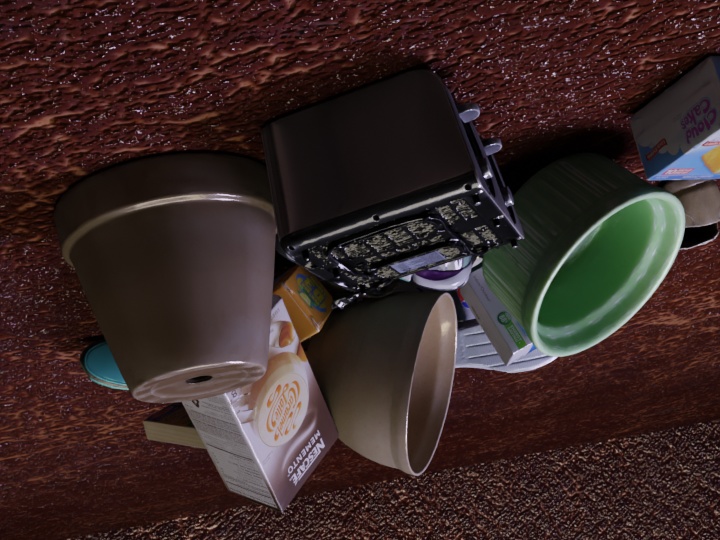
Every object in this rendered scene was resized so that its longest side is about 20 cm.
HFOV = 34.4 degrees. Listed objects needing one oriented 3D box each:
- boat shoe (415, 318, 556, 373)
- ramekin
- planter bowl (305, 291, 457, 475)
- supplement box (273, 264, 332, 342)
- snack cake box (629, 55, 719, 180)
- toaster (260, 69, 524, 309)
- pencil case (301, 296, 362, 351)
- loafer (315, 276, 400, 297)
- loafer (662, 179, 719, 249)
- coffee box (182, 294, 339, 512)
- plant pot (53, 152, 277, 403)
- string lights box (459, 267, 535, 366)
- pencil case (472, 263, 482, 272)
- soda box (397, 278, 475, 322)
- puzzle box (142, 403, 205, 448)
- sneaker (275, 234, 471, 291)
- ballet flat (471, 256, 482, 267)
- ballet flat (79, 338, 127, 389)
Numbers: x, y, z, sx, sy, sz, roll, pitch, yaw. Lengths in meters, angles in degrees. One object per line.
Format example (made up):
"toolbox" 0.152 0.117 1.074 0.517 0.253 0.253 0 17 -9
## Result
"boat shoe" 0.140 0.081 1.381 0.200 0.072 0.062 -4 -166 8
"ramekin" 0.218 -0.021 1.165 0.200 0.098 0.200 -26 141 -23
"planter bowl" 0.017 0.112 1.280 0.134 0.201 0.200 9 169 17
"supplement box" -0.122 0.071 1.264 0.200 0.067 0.069 -32 -171 31
"snack cake box" 0.366 -0.138 1.079 0.200 0.067 0.115 -3 161 -29
"toaster" 0.023 -0.064 0.979 0.200 0.119 0.181 -18 161 15
"pencil case" -0.087 0.067 1.381 0.200 0.078 0.089 -11 169 -4
"loafer" 0.000 0.000 1.246 0.076 0.068 0.200 3 156 -42
"loafer" 0.369 -0.054 1.344 0.076 0.068 0.200 -14 163 3
"coffee box" -0.106 0.129 1.169 0.080 0.114 0.200 12 138 35
"plant pot" -0.156 0.017 1.015 0.200 0.174 0.200 -11 162 -4
"string lights box" 0.222 0.010 1.290 0.200 0.103 0.059 -29 165 -10
"pencil case" 0.198 0.022 1.430 0.092 0.085 0.200 -39 155 12
"soda box" 0.125 0.046 1.482 0.063 0.068 0.200 -22 161 32
"puzzle box" -0.132 0.146 1.331 0.133 0.025 0.200 0 -160 38
"sneaker" 0.015 -0.043 1.137 0.200 0.074 0.088 9 122 -3
"ballet flat" 0.114 -0.033 1.230 0.073 0.073 0.200 -9 160 -14
"ballet flat" -0.245 0.110 1.431 0.200 0.068 0.070 -5 175 -19
